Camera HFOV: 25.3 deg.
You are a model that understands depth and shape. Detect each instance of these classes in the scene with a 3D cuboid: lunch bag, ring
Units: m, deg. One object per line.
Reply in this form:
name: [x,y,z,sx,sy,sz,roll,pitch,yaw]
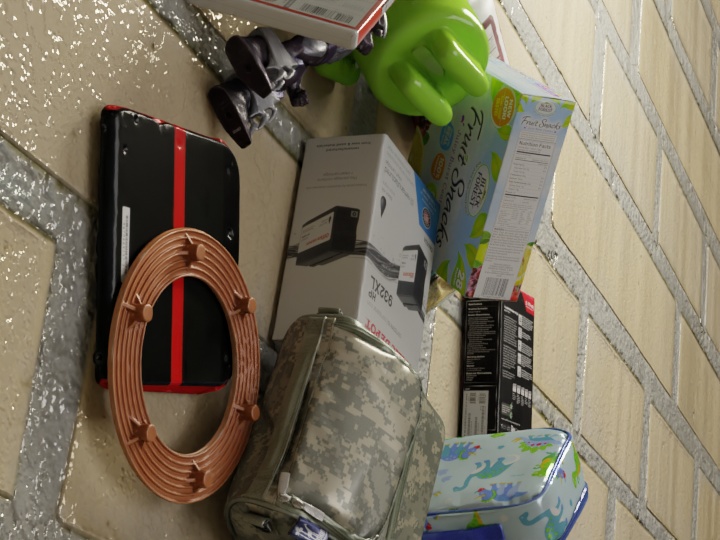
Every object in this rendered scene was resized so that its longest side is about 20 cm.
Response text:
lunch bag: [-0.027,0.152,1.290,0.168,0.139,0.200,58,40,-45]
ring: [-0.120,0.069,1.170,0.200,0.019,0.201,3,87,-64]
lunch bag: [0.104,0.221,1.513,0.161,0.199,0.083,-47,123,-61]

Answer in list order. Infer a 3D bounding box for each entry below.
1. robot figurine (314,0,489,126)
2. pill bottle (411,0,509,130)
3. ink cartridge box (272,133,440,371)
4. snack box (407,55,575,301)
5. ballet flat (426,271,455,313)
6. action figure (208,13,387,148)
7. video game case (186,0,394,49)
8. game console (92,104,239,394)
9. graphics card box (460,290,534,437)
robot figurine: [0.045,-0.221,1.462,0.116,0.175,0.200,36,21,-43]
pill bottle: [0.090,-0.222,1.630,0.114,0.114,0.200,-64,144,-47]
ink cartridge box: [0.000,0.000,1.437,0.145,0.083,0.201,49,45,-56]
snack box: [0.111,-0.095,1.527,0.067,0.169,0.201,3,111,-28]
ballet flat: [0.065,0.013,1.626,0.200,0.070,0.071,-26,111,-65]
action figure: [-0.044,-0.178,1.331,0.069,0.130,0.200,49,43,3]
video game case: [-0.037,-0.244,1.309,0.200,0.143,0.017,-57,161,-53]
game console: [-0.143,-0.010,1.185,0.177,0.031,0.201,11,77,-62]
graphics card box: [0.158,0.119,1.835,0.125,0.051,0.201,26,63,-64]
